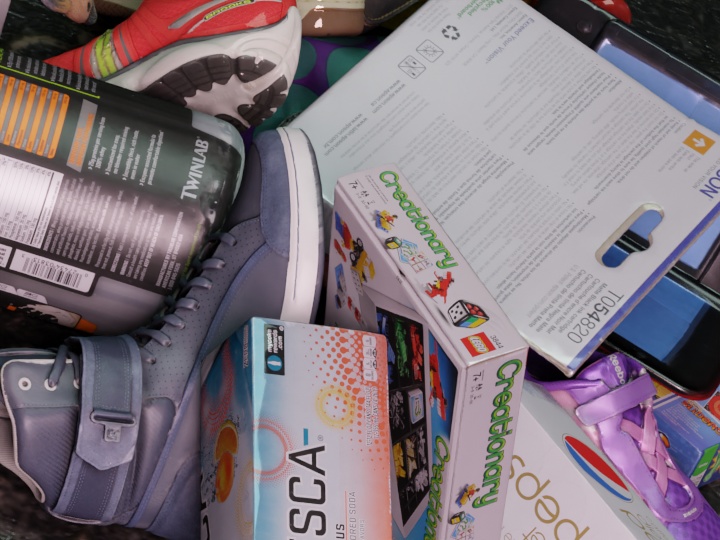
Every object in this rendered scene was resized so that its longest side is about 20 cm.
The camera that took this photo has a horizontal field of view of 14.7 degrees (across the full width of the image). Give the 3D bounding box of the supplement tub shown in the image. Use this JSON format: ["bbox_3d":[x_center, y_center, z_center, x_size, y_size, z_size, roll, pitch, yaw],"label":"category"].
[{"bbox_3d":[-0.167,-0.043,1.370,0.200,0.123,0.123,18,34,-10],"label":"supplement tub"}]

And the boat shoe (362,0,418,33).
[{"bbox_3d":[0.041,-0.202,1.582,0.073,0.075,0.200,-8,31,38],"label":"boat shoe"}]

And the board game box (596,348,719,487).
[{"bbox_3d":[0.149,0.033,1.542,0.135,0.035,0.200,-16,51,-46],"label":"board game box"}]

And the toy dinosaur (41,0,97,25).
[{"bbox_3d":[-0.233,-0.210,1.513,0.199,0.086,0.136,9,41,-11],"label":"toy dinosaur"}]

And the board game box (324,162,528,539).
[{"bbox_3d":[0.023,0.066,1.268,0.035,0.200,0.126,-17,49,-21],"label":"board game box"}]

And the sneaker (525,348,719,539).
[{"bbox_3d":[0.125,0.091,1.400,0.080,0.089,0.200,-16,51,-47],"label":"sneaker"}]

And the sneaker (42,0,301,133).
[{"bbox_3d":[-0.113,-0.103,1.452,0.077,0.200,0.085,50,39,-41],"label":"sneaker"}]

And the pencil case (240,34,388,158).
[{"bbox_3d":[-0.028,-0.086,1.553,0.200,0.085,0.093,-5,79,-38],"label":"pencil case"}]

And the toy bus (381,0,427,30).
[{"bbox_3d":[0.010,-0.274,1.745,0.135,0.192,0.200,-4,44,-38],"label":"toy bus"}]

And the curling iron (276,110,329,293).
[{"bbox_3d":[0.000,0.000,1.446,0.049,0.026,0.200,-13,66,-11],"label":"curling iron"}]

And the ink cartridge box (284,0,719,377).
[{"bbox_3d":[0.076,-0.047,1.442,0.200,0.041,0.200,36,52,15],"label":"ink cartridge box"}]

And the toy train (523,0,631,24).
[{"bbox_3d":[0.099,-0.174,1.655,0.115,0.200,0.085,5,38,-20],"label":"toy train"}]

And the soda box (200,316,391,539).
[{"bbox_3d":[-0.028,0.125,1.198,0.068,0.064,0.200,9,66,-23],"label":"soda box"}]

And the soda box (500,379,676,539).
[{"bbox_3d":[0.108,0.139,1.317,0.200,0.068,0.064,50,15,30],"label":"soda box"}]

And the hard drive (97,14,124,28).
[{"bbox_3d":[-0.082,-0.219,1.648,0.200,0.033,0.140,-43,66,-15],"label":"hard drive"}]

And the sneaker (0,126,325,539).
[{"bbox_3d":[-0.098,0.022,1.283,0.146,0.203,0.077,11,-7,-12],"label":"sneaker"}]

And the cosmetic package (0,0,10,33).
[{"bbox_3d":[-0.276,-0.132,1.491,0.082,0.051,0.200,34,34,13],"label":"cosmetic package"}]

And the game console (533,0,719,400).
[{"bbox_3d":[0.142,-0.046,1.501,0.200,0.173,0.119,32,-3,7],"label":"game console"}]

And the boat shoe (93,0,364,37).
[{"bbox_3d":[-0.078,-0.172,1.531,0.200,0.076,0.072,8,10,35],"label":"boat shoe"}]
